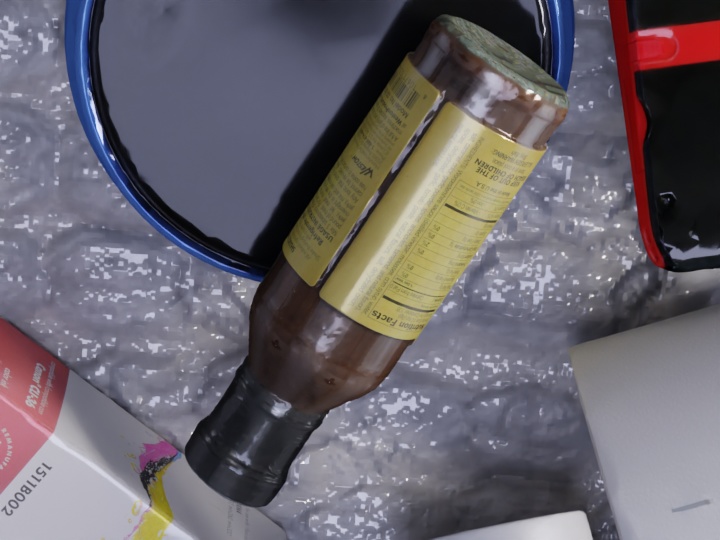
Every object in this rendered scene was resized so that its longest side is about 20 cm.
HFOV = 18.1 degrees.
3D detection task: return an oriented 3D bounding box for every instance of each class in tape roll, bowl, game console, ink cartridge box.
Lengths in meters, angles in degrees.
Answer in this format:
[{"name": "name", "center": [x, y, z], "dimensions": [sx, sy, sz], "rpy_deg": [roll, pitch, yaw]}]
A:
[{"name": "tape roll", "center": [0.139, 0.116, 0.865], "dimensions": [0.071, 0.203, 0.203], "rpy_deg": [-16, 110, 5]}, {"name": "bowl", "center": [-0.015, -0.086, 0.871], "dimensions": [0.200, 0.039, 0.201], "rpy_deg": [-1, 110, -2]}, {"name": "game console", "center": [0.194, -0.098, 0.846], "dimensions": [0.199, 0.031, 0.178], "rpy_deg": [-8, 88, 1]}, {"name": "ink cartridge box", "center": [-0.110, 0.129, 0.933], "dimensions": [0.200, 0.068, 0.117], "rpy_deg": [38, 105, -14]}]

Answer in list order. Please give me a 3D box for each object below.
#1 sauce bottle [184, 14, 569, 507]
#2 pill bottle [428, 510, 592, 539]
[{"name": "sauce bottle", "center": [0.000, 0.000, 0.849], "dimensions": [0.065, 0.065, 0.200], "rpy_deg": [32, 107, -13]}, {"name": "pill bottle", "center": [0.072, 0.204, 0.911], "dimensions": [0.112, 0.112, 0.201], "rpy_deg": [-13, 81, 3]}]
